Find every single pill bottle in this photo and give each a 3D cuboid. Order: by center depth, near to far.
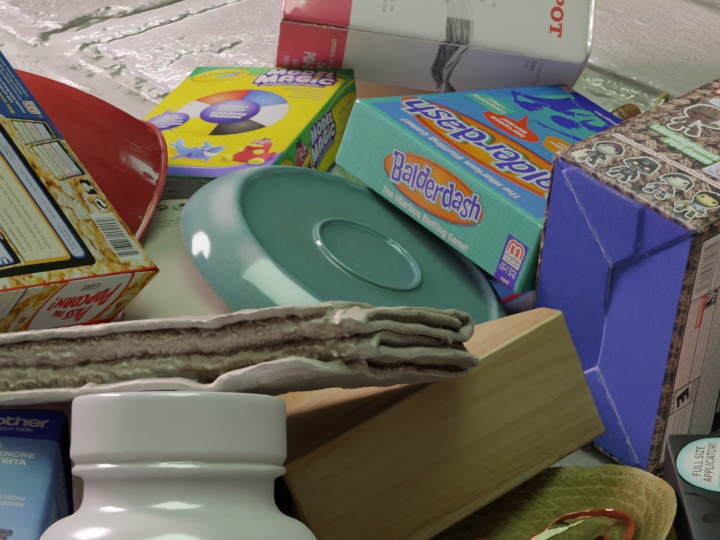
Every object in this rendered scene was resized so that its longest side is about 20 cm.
[{"bbox_3d":[-0.068,0.148,0.713,0.110,0.202,0.111,0,-8,0],"label":"pill bottle"}]

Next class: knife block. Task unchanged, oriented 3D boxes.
[{"bbox_3d":[-0.006,0.097,0.841,0.199,0.064,0.176,-16,15,22],"label":"knife block"}]

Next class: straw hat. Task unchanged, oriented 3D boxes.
[{"bbox_3d":[0.052,0.163,0.814,0.200,0.086,0.201,-22,14,5],"label":"straw hat"}]

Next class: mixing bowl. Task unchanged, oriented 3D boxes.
[{"bbox_3d":[-0.215,-0.039,1.069,0.199,0.108,0.201,-31,34,24],"label":"mixing bowl"}]

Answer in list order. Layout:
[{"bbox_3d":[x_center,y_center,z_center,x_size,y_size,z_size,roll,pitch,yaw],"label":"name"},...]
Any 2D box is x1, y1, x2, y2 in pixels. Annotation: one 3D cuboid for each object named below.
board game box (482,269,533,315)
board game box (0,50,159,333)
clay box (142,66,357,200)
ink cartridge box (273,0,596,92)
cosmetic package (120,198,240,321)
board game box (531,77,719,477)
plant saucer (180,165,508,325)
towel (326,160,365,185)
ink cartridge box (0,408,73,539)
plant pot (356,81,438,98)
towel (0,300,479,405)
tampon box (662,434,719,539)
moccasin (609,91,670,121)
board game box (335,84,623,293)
[{"bbox_3d":[0.079,-0.002,1.176,0.151,0.037,0.199,-24,37,-34],"label":"board game box"},{"bbox_3d":[-0.201,-0.036,0.893,0.152,0.046,0.200,53,25,14],"label":"board game box"},{"bbox_3d":[-0.076,-0.082,1.204,0.114,0.048,0.200,3,29,18],"label":"clay box"},{"bbox_3d":[0.050,-0.196,1.257,0.198,0.083,0.148,8,71,-3],"label":"ink cartridge box"},{"bbox_3d":[-0.086,0.050,1.015,0.072,0.104,0.200,-1,27,1],"label":"cosmetic package"},{"bbox_3d":[0.195,-0.008,1.048,0.199,0.161,0.097,-24,43,-38],"label":"board game box"},{"bbox_3d":[0.000,0.000,1.027,0.199,0.028,0.201,24,25,-12],"label":"plant saucer"},{"bbox_3d":[-0.014,-0.038,1.190,0.198,0.031,0.149,-9,26,-4],"label":"towel"},{"bbox_3d":[-0.161,0.149,0.799,0.076,0.138,0.200,0,29,-2],"label":"ink cartridge box"},{"bbox_3d":[0.044,-0.192,1.424,0.198,0.135,0.201,0,29,0],"label":"plant pot"},{"bbox_3d":[-0.059,0.038,0.810,0.198,0.035,0.132,-6,-6,26],"label":"towel"},{"bbox_3d":[0.228,0.157,0.790,0.198,0.127,0.150,-1,28,-2],"label":"tampon box"},{"bbox_3d":[0.170,-0.080,1.276,0.073,0.078,0.201,-19,33,-30],"label":"moccasin"},{"bbox_3d":[0.107,-0.053,1.124,0.199,0.045,0.152,-10,38,-47],"label":"board game box"}]
